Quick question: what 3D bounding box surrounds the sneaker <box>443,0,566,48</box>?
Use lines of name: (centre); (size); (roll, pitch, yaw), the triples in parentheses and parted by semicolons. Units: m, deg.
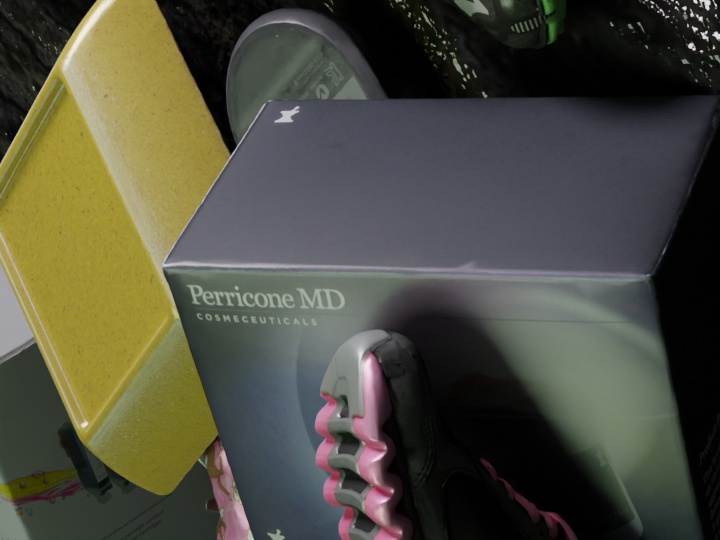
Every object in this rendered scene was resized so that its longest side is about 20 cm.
sneaker: (0.007, -0.135, 0.992); (0.200, 0.084, 0.077); (36, 149, 40)

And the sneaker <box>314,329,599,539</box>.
sneaker: (0.048, 0.107, 0.912); (0.079, 0.095, 0.201); (-145, 35, -70)

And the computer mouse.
computer mouse: (0.012, -0.030, 1.120); (0.138, 0.053, 0.201); (-40, 76, 36)

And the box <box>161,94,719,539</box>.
box: (0.051, 0.045, 0.983); (0.199, 0.123, 0.199); (1, 126, 24)

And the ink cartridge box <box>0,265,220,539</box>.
ink cartridge box: (-0.193, 0.096, 1.580); (0.145, 0.144, 0.201); (23, 138, 52)

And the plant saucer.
plant saucer: (-0.122, -0.010, 1.214); (0.201, 0.048, 0.200); (64, 145, 18)

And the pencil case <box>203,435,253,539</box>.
pencil case: (-0.061, 0.044, 1.261); (0.083, 0.086, 0.201); (-6, -102, -76)

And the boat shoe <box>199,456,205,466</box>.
boat shoe: (-0.093, 0.019, 1.393); (0.060, 0.075, 0.201); (24, 128, 50)
